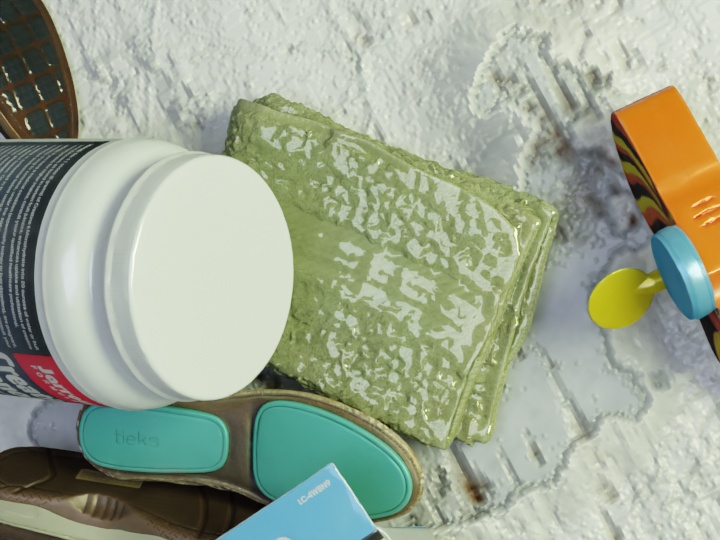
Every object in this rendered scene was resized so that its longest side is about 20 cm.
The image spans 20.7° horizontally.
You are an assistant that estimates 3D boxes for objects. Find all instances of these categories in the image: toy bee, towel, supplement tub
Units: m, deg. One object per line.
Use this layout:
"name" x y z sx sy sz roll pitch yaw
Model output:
"toy bee" 0.178 0.013 0.985 0.130 0.109 0.201 -6 59 6
"towel" 0.000 0.000 1.076 0.199 0.036 0.149 22 99 17
"supplement tub" -0.149 0.000 1.046 0.199 0.140 0.141 3 93 38

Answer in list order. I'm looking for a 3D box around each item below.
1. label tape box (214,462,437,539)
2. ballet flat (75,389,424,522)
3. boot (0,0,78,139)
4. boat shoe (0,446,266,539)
"label tape box" -0.004 0.208 1.045 0.143 0.066 0.200 -35 92 18
"ballet flat" -0.056 0.092 1.081 0.199 0.065 0.071 11 101 14
"boot" -0.242 -0.139 1.155 0.097 0.075 0.201 -27 93 44
"boat shoe" -0.117 0.154 1.112 0.201 0.075 0.075 11 119 18
